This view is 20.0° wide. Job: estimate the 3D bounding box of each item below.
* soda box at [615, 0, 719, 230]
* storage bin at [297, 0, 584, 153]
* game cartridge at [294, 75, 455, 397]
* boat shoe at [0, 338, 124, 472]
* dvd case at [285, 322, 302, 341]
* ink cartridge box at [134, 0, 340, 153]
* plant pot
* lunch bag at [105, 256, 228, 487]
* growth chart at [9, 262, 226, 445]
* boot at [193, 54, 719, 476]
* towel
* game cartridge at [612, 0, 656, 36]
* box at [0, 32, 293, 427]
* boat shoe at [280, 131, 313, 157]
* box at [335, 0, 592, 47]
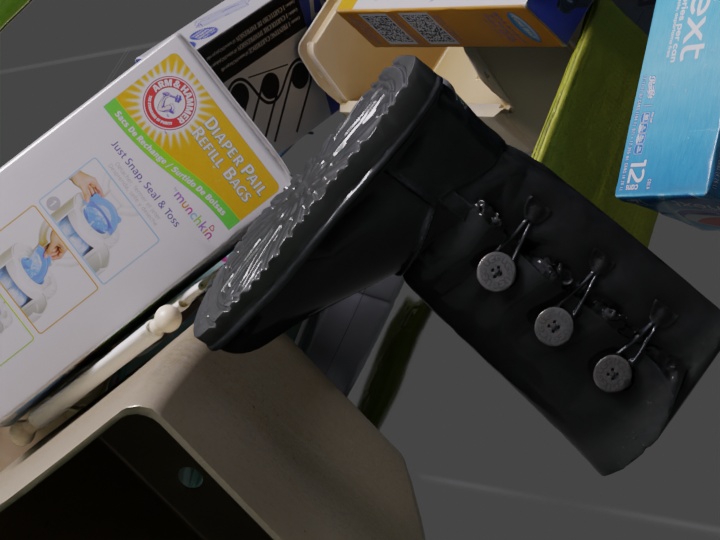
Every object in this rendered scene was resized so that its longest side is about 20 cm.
[{"bbox_3d":[0.186,-0.123,0.980,0.068,0.064,0.201,1,77,57],"label":"soda box"},{"bbox_3d":[0.081,-0.177,1.244,0.199,0.094,0.200,-58,28,-13],"label":"storage bin"},{"bbox_3d":[0.000,0.000,1.131,0.200,0.041,0.134,116,169,-52],"label":"game cartridge"},{"bbox_3d":[-0.173,0.045,1.154,0.069,0.073,0.201,-149,75,-72],"label":"boat shoe"},{"bbox_3d":[-0.077,0.021,1.274,0.200,0.022,0.147,-118,47,-63],"label":"dvd case"},{"bbox_3d":[-0.051,-0.138,1.314,0.044,0.094,0.200,8,36,40],"label":"ink cartridge box"},{"bbox_3d":[-0.080,0.134,1.024,0.199,0.200,0.177,-36,15,28],"label":"plant pot"},{"bbox_3d":[-0.138,0.062,1.260,0.160,0.077,0.201,-41,39,54],"label":"lunch bag"},{"bbox_3d":[-0.098,0.023,1.094,0.145,0.018,0.200,-37,0,36],"label":"growth chart"},{"bbox_3d":[0.048,0.025,0.929,0.165,0.200,0.066,-48,18,14],"label":"boot"},{"bbox_3d":[0.116,-0.038,1.025,0.018,0.086,0.201,-16,43,49],"label":"towel"},{"bbox_3d":[0.217,-0.169,1.085,0.200,0.041,0.134,2,62,58],"label":"game cartridge"},{"bbox_3d":[-0.141,-0.018,1.065,0.200,0.102,0.112,-38,0,-5],"label":"box"},{"bbox_3d":[-0.100,-0.095,1.442,0.200,0.084,0.069,-35,9,30],"label":"boat shoe"},{"bbox_3d":[0.080,-0.178,1.107,0.200,0.041,0.119,11,66,54],"label":"box"}]
